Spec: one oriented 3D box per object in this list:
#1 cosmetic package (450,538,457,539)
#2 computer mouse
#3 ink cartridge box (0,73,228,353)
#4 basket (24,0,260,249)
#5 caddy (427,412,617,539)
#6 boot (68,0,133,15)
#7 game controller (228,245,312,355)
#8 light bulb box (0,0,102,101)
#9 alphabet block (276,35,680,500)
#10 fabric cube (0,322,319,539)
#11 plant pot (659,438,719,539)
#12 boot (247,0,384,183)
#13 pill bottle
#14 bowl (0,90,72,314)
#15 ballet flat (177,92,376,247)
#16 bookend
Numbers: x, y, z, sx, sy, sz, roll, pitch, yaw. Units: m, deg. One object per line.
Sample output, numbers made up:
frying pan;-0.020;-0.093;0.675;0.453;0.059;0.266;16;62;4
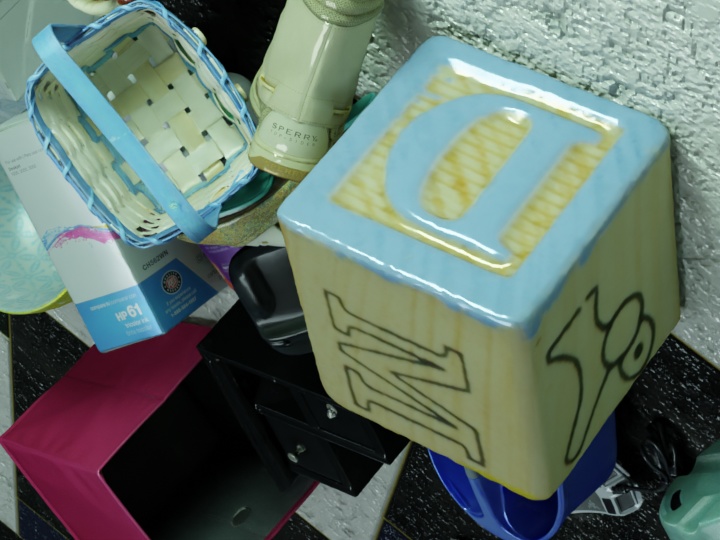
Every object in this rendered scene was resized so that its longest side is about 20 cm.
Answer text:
cosmetic package;0.080;0.354;2.060;0.107;0.200;0.085;4;137;49
computer mouse;0.190;0.159;1.783;0.199;0.044;0.110;1;137;47
ink cartridge box;-0.187;-0.059;1.802;0.084;0.144;0.201;-17;105;42
basket;-0.156;-0.106;1.578;0.177;0.139;0.200;53;-168;-7
caddy;0.112;0.112;1.693;0.141;0.105;0.201;21;131;39
boot;-0.138;-0.229;1.575;0.075;0.107;0.200;53;152;-18
game controller;0.000;0.000;1.700;0.199;0.042;0.105;-19;114;19
light bulb box;-0.338;-0.262;1.789;0.199;0.125;0.199;17;145;41
alphabet block;0.086;-0.002;1.495;0.196;0.195;0.201;26;150;28
fabric cube;-0.190;0.180;2.185;0.199;0.200;0.197;8;139;54
plant pot;0.314;0.206;1.518;0.197;0.200;0.200;56;153;-11
boot;-0.027;-0.164;1.537;0.072;0.200;0.156;17;114;-3
pill bottle;-0.106;-0.083;1.749;0.111;0.111;0.200;-1;130;56
bowl;-0.268;-0.058;2.000;0.199;0.201;0.107;22;-170;37
ballet flat;-0.046;-0.056;1.653;0.199;0.071;0.071;-31;111;20
bookend;-0.015;0.127;1.968;0.198;0.092;0.201;19;147;41
